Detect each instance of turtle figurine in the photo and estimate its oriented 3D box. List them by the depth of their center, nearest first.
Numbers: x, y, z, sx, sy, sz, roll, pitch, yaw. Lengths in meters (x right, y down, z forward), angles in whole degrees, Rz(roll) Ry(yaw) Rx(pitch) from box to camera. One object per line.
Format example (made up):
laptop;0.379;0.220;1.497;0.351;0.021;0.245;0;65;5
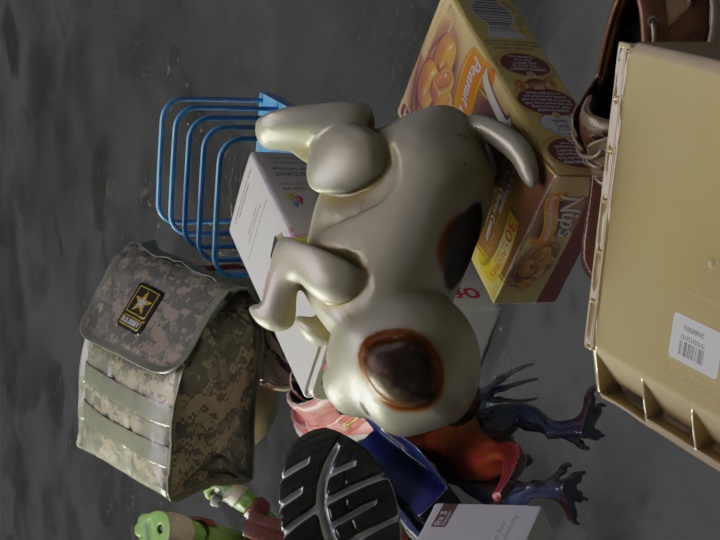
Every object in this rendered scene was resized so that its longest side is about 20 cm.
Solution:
turtle figurine;-0.131;0.271;1.365;0.199;0.193;0.146;24;101;42

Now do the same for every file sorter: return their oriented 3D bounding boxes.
file sorter;-0.111;-0.084;1.415;0.200;0.121;0.141;-144;56;-61

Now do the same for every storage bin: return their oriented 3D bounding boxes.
storage bin;0.208;-0.005;0.730;0.200;0.093;0.201;-147;57;-61

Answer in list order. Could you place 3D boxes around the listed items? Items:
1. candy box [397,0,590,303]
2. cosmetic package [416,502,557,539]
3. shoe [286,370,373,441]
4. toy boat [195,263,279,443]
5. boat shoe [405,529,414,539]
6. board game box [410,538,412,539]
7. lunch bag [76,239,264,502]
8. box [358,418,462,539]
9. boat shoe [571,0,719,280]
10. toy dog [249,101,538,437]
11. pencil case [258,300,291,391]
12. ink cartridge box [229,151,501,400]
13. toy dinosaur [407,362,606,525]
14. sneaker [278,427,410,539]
candy box;0.096;-0.089;1.021;0.116;0.055;0.201;112;147;-40
cosmetic package;0.089;0.245;0.871;0.080;0.113;0.201;-3;129;35
shoe;-0.027;0.103;1.246;0.199;0.090;0.072;-10;54;61
toy boat;-0.160;0.091;1.523;0.130;0.129;0.203;13;104;60
boat shoe;0.003;0.196;1.240;0.200;0.070;0.070;-147;58;-64
board game box;0.050;0.294;1.102;0.135;0.034;0.202;36;144;60
lunch bag;-0.176;0.085;1.355;0.163;0.117;0.203;20;109;44
box;0.059;0.180;1.010;0.201;0.032;0.121;54;169;-24
boat shoe;0.155;-0.083;0.866;0.076;0.071;0.202;-130;43;-54
toy dog;0.027;0.007;0.954;0.140;0.191;0.203;50;-144;-67
pencil case;-0.050;0.051;1.339;0.090;0.077;0.200;62;154;2
ink cartridge box;0.000;0.000;1.138;0.201;0.143;0.085;61;142;45
toy dinosaur;0.073;0.104;0.993;0.180;0.199;0.106;4;79;35
sneaker;0.007;0.199;0.969;0.090;0.077;0.202;66;178;-78
